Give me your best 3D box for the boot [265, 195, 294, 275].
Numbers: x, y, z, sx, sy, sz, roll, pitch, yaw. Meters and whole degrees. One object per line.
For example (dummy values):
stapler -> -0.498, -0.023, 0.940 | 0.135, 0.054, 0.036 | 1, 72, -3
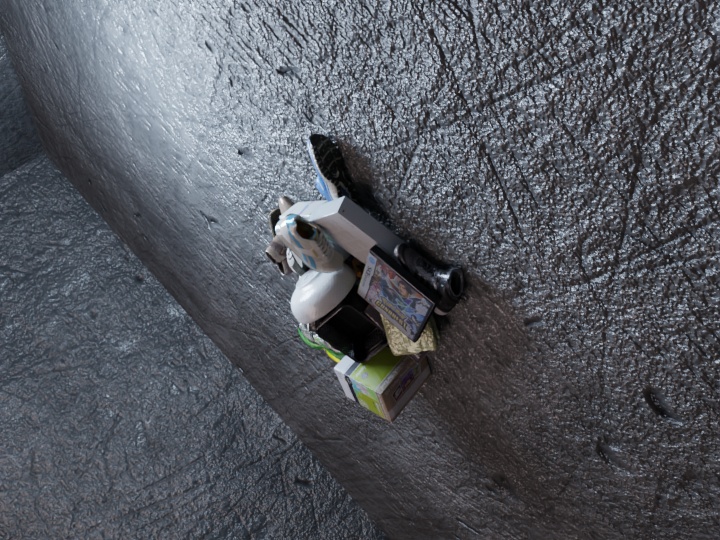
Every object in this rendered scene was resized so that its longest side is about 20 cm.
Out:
boot -> -0.219, -0.094, 1.583 | 0.202, 0.146, 0.070 | 55, 152, -13

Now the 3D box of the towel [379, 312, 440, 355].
towel -> 0.114, 0.114, 1.385 | 0.146, 0.036, 0.204 | -17, 92, 32

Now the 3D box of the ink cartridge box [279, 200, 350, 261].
ink cartridge box -> -0.113, -0.107, 1.482 | 0.198, 0.087, 0.147 | 3, 128, 50

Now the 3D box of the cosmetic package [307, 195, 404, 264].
cosmetic package -> -0.011, -0.093, 1.325 | 0.199, 0.052, 0.150 | 35, 160, -27

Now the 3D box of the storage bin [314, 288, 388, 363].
storage bin -> -0.022, 0.150, 1.524 | 0.199, 0.135, 0.095 | 38, -156, -31

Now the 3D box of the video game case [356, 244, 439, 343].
video game case -> 0.083, 0.060, 1.307 | 0.199, 0.025, 0.182 | 41, 146, 17

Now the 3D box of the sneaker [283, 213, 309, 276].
sneaker -> -0.151, -0.050, 1.445 | 0.090, 0.066, 0.203 | 30, 143, 34

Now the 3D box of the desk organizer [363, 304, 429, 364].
desk organizer -> 0.111, 0.147, 1.464 | 0.200, 0.077, 0.072 | 43, 107, 10

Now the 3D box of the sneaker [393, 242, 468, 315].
sneaker -> 0.167, 0.004, 1.250 | 0.201, 0.075, 0.114 | 51, 145, -3

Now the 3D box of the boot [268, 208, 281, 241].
boot -> -0.256, -0.105, 1.704 | 0.137, 0.077, 0.203 | 19, 139, 49

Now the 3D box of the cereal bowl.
cereal bowl -> -0.111, 0.044, 1.451 | 0.084, 0.201, 0.199 | 50, 152, -19

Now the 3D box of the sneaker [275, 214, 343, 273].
sneaker -> -0.113, -0.061, 1.338 | 0.199, 0.078, 0.080 | 36, 148, -29

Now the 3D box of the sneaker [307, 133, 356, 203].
sneaker -> -0.085, -0.229, 1.306 | 0.088, 0.079, 0.202 | 11, 135, 44

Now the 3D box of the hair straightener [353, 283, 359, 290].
hair straightener -> -0.048, 0.021, 1.576 | 0.201, 0.041, 0.077 | 53, 170, -8

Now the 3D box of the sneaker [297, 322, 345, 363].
sneaker -> -0.104, 0.201, 1.667 | 0.197, 0.078, 0.086 | 28, 140, 15

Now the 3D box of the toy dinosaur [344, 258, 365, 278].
toy dinosaur -> 0.000, 0.000, 1.484 | 0.198, 0.060, 0.107 | 33, 149, 27

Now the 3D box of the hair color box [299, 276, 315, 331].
hair color box -> -0.141, 0.069, 1.639 | 0.111, 0.063, 0.202 | 99, 162, -46

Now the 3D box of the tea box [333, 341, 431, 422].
tea box -> 0.067, 0.296, 1.601 | 0.195, 0.200, 0.135 | 19, 141, 42
